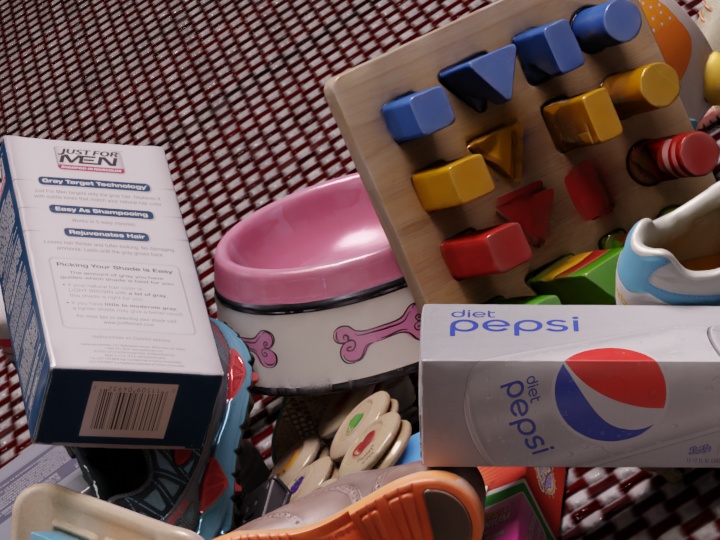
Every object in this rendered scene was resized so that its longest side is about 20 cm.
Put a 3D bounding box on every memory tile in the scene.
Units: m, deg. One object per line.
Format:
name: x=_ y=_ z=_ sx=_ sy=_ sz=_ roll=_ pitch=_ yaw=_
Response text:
memory tile: x=-0.048 y=0.145 z=1.623 sx=0.200 sy=0.017 sz=0.153 roll=-49 pitch=13 yaw=5

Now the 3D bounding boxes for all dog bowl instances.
dog bowl: x=0.000 y=0.000 z=1.712 sx=0.199 sy=0.074 sz=0.200 roll=-14 pitch=18 yaw=5

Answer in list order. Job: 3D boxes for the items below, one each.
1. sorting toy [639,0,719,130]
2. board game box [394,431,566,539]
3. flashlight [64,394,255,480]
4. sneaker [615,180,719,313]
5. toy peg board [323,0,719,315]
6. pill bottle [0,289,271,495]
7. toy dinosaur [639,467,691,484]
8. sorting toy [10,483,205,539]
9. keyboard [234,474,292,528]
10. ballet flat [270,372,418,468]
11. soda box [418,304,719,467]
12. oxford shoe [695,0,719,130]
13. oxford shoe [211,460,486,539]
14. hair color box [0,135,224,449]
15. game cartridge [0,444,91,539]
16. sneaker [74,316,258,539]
sorting toy: x=0.144 y=-0.049 z=1.755 sx=0.181 sy=0.106 sz=0.200 roll=-63 pitch=1 yaw=-29
board game box: x=0.035 y=0.152 z=1.550 sx=0.152 sy=0.040 sz=0.200 roll=-26 pitch=21 yaw=19
flashlight: x=-0.104 y=0.065 z=1.858 sx=0.199 sy=0.068 sz=0.068 roll=-30 pitch=50 yaw=-14
sneaker: x=0.231 y=-0.013 z=1.517 sx=0.199 sy=0.081 sz=0.077 roll=-19 pitch=48 yaw=-14
toy peg board: x=0.117 y=-0.058 z=1.608 sx=0.199 sy=0.200 sz=0.098 roll=-26 pitch=7 yaw=-20
pill bottle: x=-0.136 y=0.074 z=1.751 sx=0.110 sy=0.201 sz=0.111 roll=-29 pitch=20 yaw=11
toy dinosaur: x=0.153 y=0.051 z=1.582 sx=0.101 sy=0.058 sz=0.200 roll=-35 pitch=20 yaw=-2
sorting toy: x=-0.143 y=0.216 z=1.498 sx=0.036 sy=0.187 sz=0.200 roll=2 pitch=3 yaw=-32
keyboard: x=-0.105 y=0.179 z=1.641 sx=0.200 sy=0.021 sz=0.127 roll=-39 pitch=23 yaw=36
ballet flat: x=0.015 y=0.059 z=1.760 sx=0.065 sy=0.071 sz=0.200 roll=-4 pitch=36 yaw=36
soda box: x=0.129 y=0.059 z=1.464 sx=0.198 sy=0.064 sz=0.068 roll=1 pitch=25 yaw=3
oxford shoe: x=0.235 y=-0.149 z=1.892 sx=0.199 sy=0.074 sz=0.071 roll=-32 pitch=20 yaw=3
oxford shoe: x=-0.023 y=0.151 z=1.497 sx=0.199 sy=0.072 sz=0.073 roll=-19 pitch=13 yaw=14
hair color box: x=-0.147 y=0.011 z=1.604 sx=0.099 sy=0.061 sz=0.201 roll=4 pitch=40 yaw=-20
game cartridge: x=-0.206 y=0.152 z=1.917 sx=0.199 sy=0.041 sz=0.133 roll=-36 pitch=17 yaw=-7
sneaker: x=-0.116 y=0.088 z=1.612 sx=0.079 sy=0.095 sz=0.201 roll=-41 pitch=32 yaw=32
